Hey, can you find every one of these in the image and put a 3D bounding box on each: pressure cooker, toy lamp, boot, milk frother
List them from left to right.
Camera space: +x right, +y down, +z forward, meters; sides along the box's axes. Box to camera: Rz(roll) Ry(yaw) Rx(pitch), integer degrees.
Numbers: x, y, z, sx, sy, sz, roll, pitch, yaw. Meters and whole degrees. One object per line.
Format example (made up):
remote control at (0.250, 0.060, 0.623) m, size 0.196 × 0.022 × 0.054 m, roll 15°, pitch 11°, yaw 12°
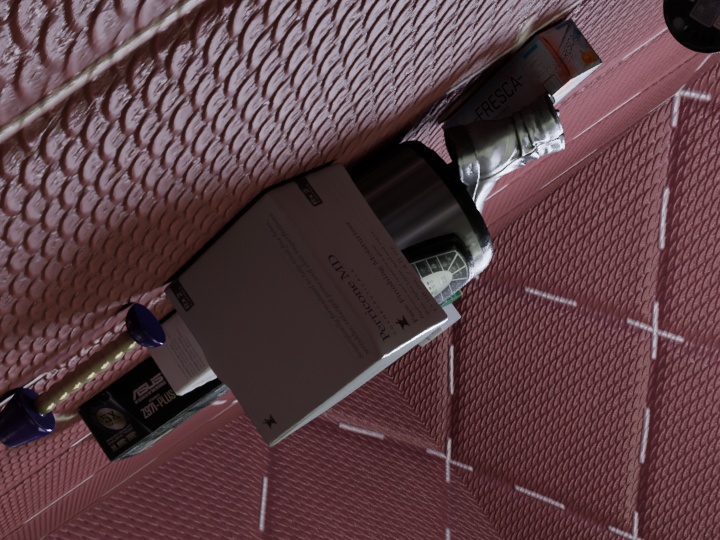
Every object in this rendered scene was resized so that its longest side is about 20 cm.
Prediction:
toy lamp at (-0.292, 0.112, 1.374) m, size 0.200 × 0.058 × 0.058 m, roll -37°, pitch 174°, yaw 11°
pressure cooker at (0.026, -0.025, 1.489) m, size 0.200 × 0.176 × 0.179 m, roll -33°, pitch 177°, yaw -9°
boot at (0.166, -0.122, 1.498) m, size 0.131 × 0.070 × 0.200 m, roll -20°, pitch 164°, yaw -2°
milk frother at (0.513, -0.330, 1.706) m, size 0.180 × 0.200 × 0.188 m, roll -42°, pitch 172°, yaw 28°

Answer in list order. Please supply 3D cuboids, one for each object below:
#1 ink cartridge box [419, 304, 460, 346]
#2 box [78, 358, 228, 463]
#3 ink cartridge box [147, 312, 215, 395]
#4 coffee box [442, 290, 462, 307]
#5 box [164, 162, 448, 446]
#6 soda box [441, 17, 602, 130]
ink cartridge box at (0.208, 0.135, 4.163) m, size 0.084 × 0.146 × 0.200 m, roll -34°, pitch 175°, yaw -25°
box at (-0.267, 0.169, 1.851) m, size 0.200 × 0.086 × 0.164 m, roll -35°, pitch 174°, yaw 3°
ink cartridge box at (-0.142, 0.051, 1.602) m, size 0.200 × 0.084 × 0.145 m, roll -36°, pitch 175°, yaw 20°
coffee box at (0.174, 0.029, 3.170) m, size 0.044 × 0.123 × 0.200 m, roll -39°, pitch 172°, yaw 14°
box at (-0.057, 0.035, 1.359) m, size 0.200 × 0.199 × 0.131 m, roll -39°, pitch 173°, yaw 38°
soda box at (0.179, -0.198, 1.514) m, size 0.068 × 0.064 × 0.200 m, roll -31°, pitch 174°, yaw -40°
